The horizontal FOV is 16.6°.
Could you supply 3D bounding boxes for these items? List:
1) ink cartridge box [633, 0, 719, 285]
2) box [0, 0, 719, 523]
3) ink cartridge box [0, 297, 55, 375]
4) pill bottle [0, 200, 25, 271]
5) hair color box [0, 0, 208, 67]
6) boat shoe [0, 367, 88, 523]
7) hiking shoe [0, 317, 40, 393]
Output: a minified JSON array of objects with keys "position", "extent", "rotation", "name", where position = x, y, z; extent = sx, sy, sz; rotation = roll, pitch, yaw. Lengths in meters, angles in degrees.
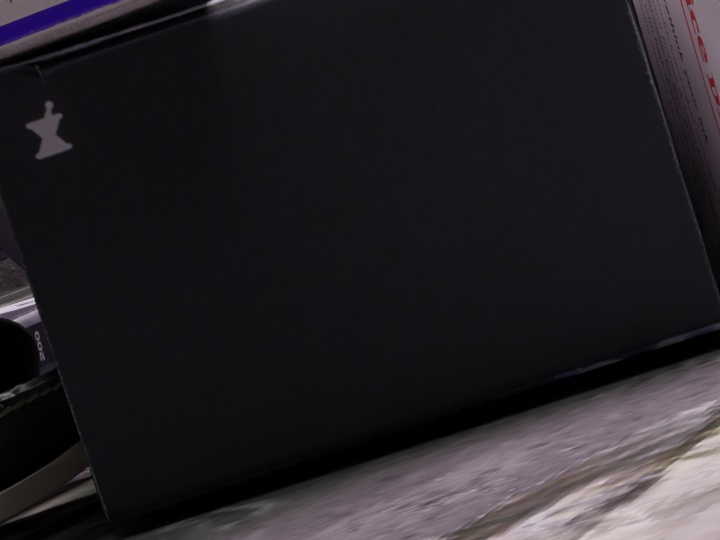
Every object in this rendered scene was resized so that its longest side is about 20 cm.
[{"position":[0.105,-0.057,0.581],"extent":[0.068,0.117,0.200],"rotation":[-18,4,-1],"name":"ink cartridge box"},{"position":[0.001,-0.021,0.634],"extent":[0.148,0.108,0.200],"rotation":[-18,2,4],"name":"box"},{"position":[-0.229,0.064,1.036],"extent":[0.197,0.044,0.200],"rotation":[-17,5,9],"name":"ink cartridge box"},{"position":[-0.059,-0.051,0.813],"extent":[0.199,0.109,0.109],"rotation":[-6,7,20],"name":"pill bottle"},{"position":[-0.084,-0.081,0.621],"extent":[0.109,0.065,0.200],"rotation":[-19,2,7],"name":"hair color box"},{"position":[-0.149,0.053,0.587],"extent":[0.199,0.068,0.072],"rotation":[-18,1,-26],"name":"boat shoe"},{"position":[-0.135,0.040,0.750],"extent":[0.086,0.075,0.200],"rotation":[-14,15,3],"name":"hiking shoe"}]
